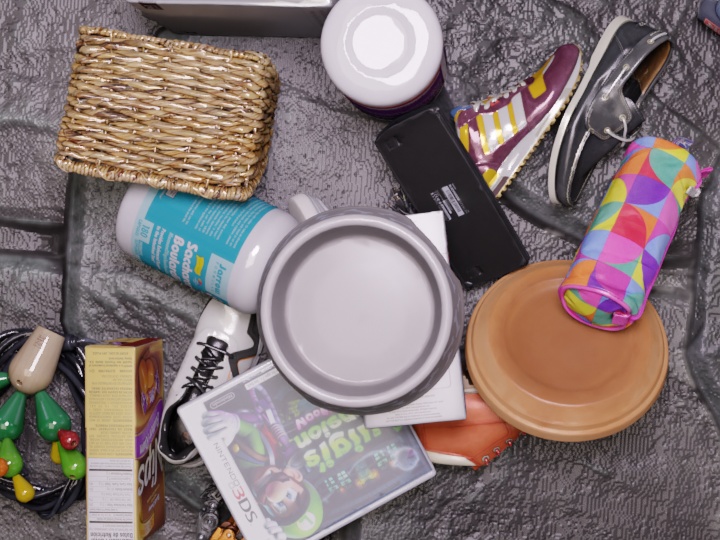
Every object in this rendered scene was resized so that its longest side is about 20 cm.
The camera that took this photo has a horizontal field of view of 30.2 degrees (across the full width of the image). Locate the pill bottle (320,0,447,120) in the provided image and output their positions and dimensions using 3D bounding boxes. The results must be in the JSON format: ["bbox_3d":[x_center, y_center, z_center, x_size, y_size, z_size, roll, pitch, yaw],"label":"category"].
[{"bbox_3d":[0.027,-0.205,1.285,0.112,0.200,0.113,0,91,5],"label":"pill bottle"}]

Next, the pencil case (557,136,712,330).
[{"bbox_3d":[0.265,-0.038,1.292,0.088,0.088,0.200,29,69,4],"label":"pencil case"}]

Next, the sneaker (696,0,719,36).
[{"bbox_3d":[0.380,-0.236,1.318,0.084,0.075,0.200,-10,80,4],"label":"sneaker"}]

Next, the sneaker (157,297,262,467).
[{"bbox_3d":[-0.154,0.111,1.368,0.074,0.080,0.200,17,90,7],"label":"sneaker"}]

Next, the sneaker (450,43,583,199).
[{"bbox_3d":[0.142,-0.155,1.338,0.090,0.075,0.200,34,93,-1],"label":"sneaker"}]

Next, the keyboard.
[{"bbox_3d":[0.083,-0.073,1.330,0.104,0.040,0.200,-22,114,24],"label":"keyboard"}]

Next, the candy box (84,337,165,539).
[{"bbox_3d":[-0.238,0.172,1.358,0.056,0.117,0.200,1,92,5],"label":"candy box"}]

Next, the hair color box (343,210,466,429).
[{"bbox_3d":[0.043,0.047,1.291,0.099,0.061,0.200,-6,88,5],"label":"hair color box"}]

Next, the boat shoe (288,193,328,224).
[{"bbox_3d":[0.000,0.000,1.361,0.068,0.072,0.200,-31,79,-19],"label":"boat shoe"}]

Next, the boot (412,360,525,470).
[{"bbox_3d":[0.145,0.149,1.351,0.200,0.075,0.107,0,100,8],"label":"boot"}]

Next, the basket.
[{"bbox_3d":[-0.188,-0.145,1.330,0.200,0.143,0.149,9,85,1],"label":"basket"}]

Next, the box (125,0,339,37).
[{"bbox_3d":[-0.111,-0.305,1.296,0.200,0.199,0.131,3,92,5],"label":"box"}]

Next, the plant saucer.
[{"bbox_3d":[0.202,0.070,1.305,0.200,0.037,0.200,-1,57,1],"label":"plant saucer"}]

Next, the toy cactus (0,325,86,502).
[{"bbox_3d":[-0.355,0.133,1.346,0.200,0.102,0.165,22,81,19],"label":"toy cactus"}]

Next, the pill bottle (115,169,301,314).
[{"bbox_3d":[-0.136,-0.028,1.332,0.200,0.111,0.111,25,93,15],"label":"pill bottle"}]

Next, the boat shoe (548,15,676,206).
[{"bbox_3d":[0.245,-0.153,1.324,0.068,0.072,0.200,27,92,29],"label":"boat shoe"}]

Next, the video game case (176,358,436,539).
[{"bbox_3d":[-0.053,0.170,1.327,0.200,0.023,0.182,-28,91,-5],"label":"video game case"}]

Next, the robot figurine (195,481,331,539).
[{"bbox_3d":[-0.077,0.232,1.373,0.145,0.058,0.200,35,93,4],"label":"robot figurine"}]

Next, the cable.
[{"bbox_3d":[-0.343,0.162,1.400,0.163,0.051,0.200,2,92,5],"label":"cable"}]

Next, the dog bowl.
[{"bbox_3d":[-0.002,0.037,1.234,0.200,0.059,0.200,0,88,3],"label":"dog bowl"}]
